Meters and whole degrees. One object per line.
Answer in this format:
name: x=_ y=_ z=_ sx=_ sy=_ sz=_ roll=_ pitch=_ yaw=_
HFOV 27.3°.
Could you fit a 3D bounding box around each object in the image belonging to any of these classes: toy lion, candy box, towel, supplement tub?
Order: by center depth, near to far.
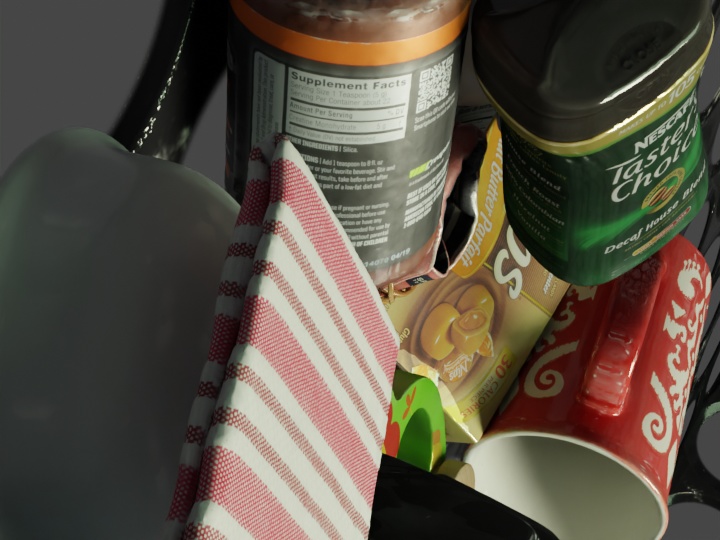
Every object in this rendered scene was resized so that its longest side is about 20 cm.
towel: x=-0.030 y=0.071 z=0.518 sx=0.147 sy=0.030 sz=0.201 roll=64 pitch=32 yaw=-55
supplement tub: x=-0.007 y=-0.094 z=0.657 sx=0.107 sy=0.107 sz=0.201 roll=-46 pitch=153 yaw=-42
toy lion: x=-0.003 y=0.129 z=0.823 sx=0.200 sy=0.068 sz=0.192 roll=-57 pitch=150 yaw=-42
candy box: x=0.071 y=-0.003 z=0.951 sx=0.115 sy=0.055 sz=0.200 roll=45 pitch=63 yaw=-25

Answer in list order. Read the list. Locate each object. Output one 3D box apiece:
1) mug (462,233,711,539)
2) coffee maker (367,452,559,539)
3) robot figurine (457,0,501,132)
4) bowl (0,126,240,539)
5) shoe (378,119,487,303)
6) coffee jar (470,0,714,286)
mug: x=0.173 y=0.063 z=0.977 sx=0.177 sy=0.133 sz=0.200 roll=-38 pitch=-159 yaw=50
coffee maker: x=0.020 y=0.201 z=0.665 sx=0.135 sy=0.191 sz=0.201 roll=-67 pitch=174 yaw=-72
robot figurine: x=0.072 y=-0.156 z=0.776 sx=0.200 sy=0.113 sz=0.170 roll=-42 pitch=116 yaw=-49
bowl: x=-0.071 y=0.045 z=0.576 sx=0.201 sy=0.090 sz=0.202 roll=1 pitch=90 yaw=-76
shoe: x=0.000 y=0.000 z=0.804 sx=0.071 sy=0.091 sz=0.201 roll=-19 pitch=130 yaw=-64
coffee jar: x=0.112 y=-0.076 z=0.697 sx=0.104 sy=0.085 sz=0.200 roll=-37 pitch=154 yaw=-5
